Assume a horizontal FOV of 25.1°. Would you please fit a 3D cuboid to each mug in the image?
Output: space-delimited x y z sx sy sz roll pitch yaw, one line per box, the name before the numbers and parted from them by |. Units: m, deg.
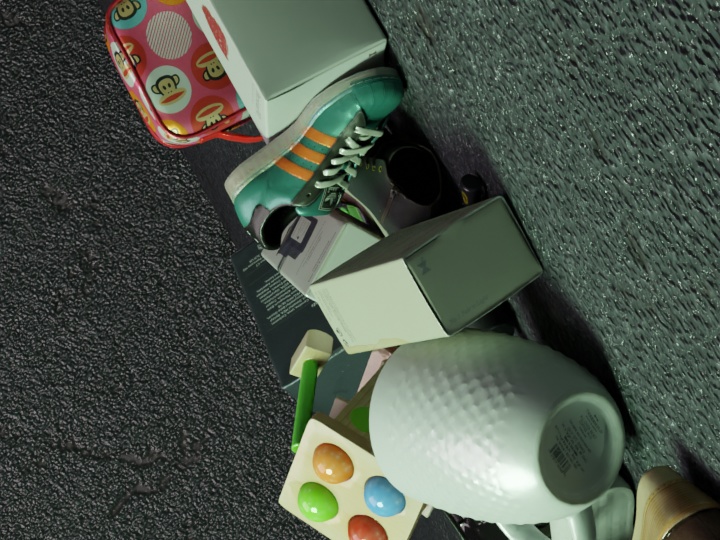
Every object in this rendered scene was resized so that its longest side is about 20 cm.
mug | 0.123 0.146 1.263 0.175 0.147 0.200 7 124 56

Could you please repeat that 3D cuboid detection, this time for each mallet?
mallet | 0.094 -0.016 1.364 0.200 0.041 0.066 77 165 -45

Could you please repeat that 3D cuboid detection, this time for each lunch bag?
lunch bag | -0.123 -0.205 1.513 0.177 0.200 0.082 63 167 0

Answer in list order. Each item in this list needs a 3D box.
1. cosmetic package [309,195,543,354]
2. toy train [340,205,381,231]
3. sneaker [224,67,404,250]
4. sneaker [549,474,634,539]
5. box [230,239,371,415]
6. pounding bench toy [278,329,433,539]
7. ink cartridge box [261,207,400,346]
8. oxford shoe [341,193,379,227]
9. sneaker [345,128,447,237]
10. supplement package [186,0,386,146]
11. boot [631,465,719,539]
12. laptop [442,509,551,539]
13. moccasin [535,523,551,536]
cosmetic package | 0.048 0.007 1.302 0.073 0.103 0.200 60 158 -6
toy train | 0.037 0.005 1.758 0.200 0.042 0.056 64 161 -12
sneaker | -0.029 -0.093 1.392 0.071 0.200 0.080 2 -124 -54
sneaker | 0.183 0.201 1.394 0.200 0.073 0.116 87 158 -48
box | -0.027 0.065 1.820 0.197 0.117 0.200 43 -163 -51
pounding bench toy | -0.012 0.157 1.500 0.200 0.156 0.124 31 131 13
ink cartridge box | 0.000 0.000 1.593 0.145 0.084 0.200 29 -177 -20
oxford shoe | -0.011 -0.082 1.575 0.071 0.073 0.200 62 180 -27
sneaker | 0.017 -0.106 1.442 0.200 0.075 0.106 49 162 24
supplement package | -0.077 -0.233 1.401 0.200 0.120 0.121 60 171 12
boot | 0.246 0.247 1.116 0.166 0.072 0.200 -123 13 -47
laptop | 0.130 0.215 1.617 0.200 0.103 0.177 -30 97 41
moccasin | 0.140 0.150 1.457 0.078 0.074 0.202 49 163 53
